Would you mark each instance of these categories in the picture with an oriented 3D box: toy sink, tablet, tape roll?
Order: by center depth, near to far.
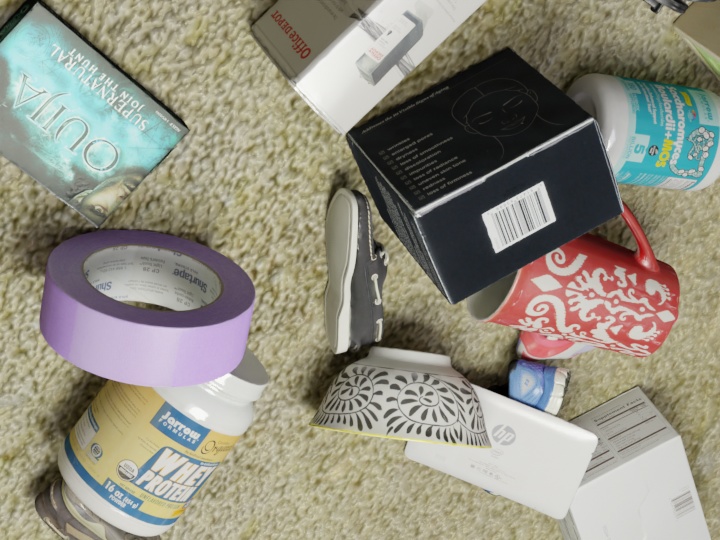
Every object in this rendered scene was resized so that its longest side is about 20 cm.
[{"bbox_3d":[-0.203,0.033,1.505,0.199,0.200,0.066,3,117,-23],"label":"tape roll"},{"bbox_3d":[0.446,-0.212,1.672,0.112,0.130,0.200,-46,125,7],"label":"toy sink"},{"bbox_3d":[0.157,0.199,1.784,0.199,0.014,0.130,21,122,6],"label":"tablet"}]

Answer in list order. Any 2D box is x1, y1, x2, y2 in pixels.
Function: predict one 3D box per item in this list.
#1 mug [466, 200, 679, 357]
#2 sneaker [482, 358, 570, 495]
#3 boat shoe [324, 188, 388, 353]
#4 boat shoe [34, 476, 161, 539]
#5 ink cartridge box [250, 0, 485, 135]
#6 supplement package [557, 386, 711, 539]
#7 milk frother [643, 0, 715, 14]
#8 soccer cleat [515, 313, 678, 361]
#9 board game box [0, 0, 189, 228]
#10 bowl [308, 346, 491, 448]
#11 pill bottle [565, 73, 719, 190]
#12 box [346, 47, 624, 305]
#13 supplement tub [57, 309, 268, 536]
[{"bbox_3d":[0.240,0.009,1.675,0.199,0.134,0.178,17,147,-19],"label":"mug"},{"bbox_3d":[0.171,0.176,1.821,0.089,0.079,0.200,24,125,5],"label":"sneaker"},{"bbox_3d":[0.000,0.000,1.646,0.060,0.074,0.201,-9,123,-17],"label":"boat shoe"},{"bbox_3d":[-0.280,0.282,1.704,0.073,0.075,0.200,-17,131,19],"label":"boat shoe"},{"bbox_3d":[0.008,-0.243,1.468,0.200,0.146,0.085,-42,125,5],"label":"ink cartridge box"},{"bbox_3d":[0.317,0.273,1.904,0.155,0.111,0.200,-27,125,-5],"label":"supplement package"},{"bbox_3d":[0.305,-0.352,1.495,0.180,0.200,0.189,4,116,-19],"label":"milk frother"},{"bbox_3d":[0.271,0.063,1.806,0.199,0.067,0.077,-11,155,-24],"label":"soccer cleat"},{"bbox_3d":[-0.277,-0.146,1.480,0.135,0.028,0.200,-46,124,6],"label":"board game box"},{"bbox_3d":[0.048,0.133,1.697,0.200,0.201,0.095,9,85,-26],"label":"bowl"},{"bbox_3d":[0.316,-0.144,1.669,0.199,0.111,0.111,4,116,-24],"label":"pill bottle"},{"bbox_3d":[0.121,-0.098,1.563,0.200,0.197,0.124,-28,126,-5],"label":"box"},{"bbox_3d":[-0.200,0.154,1.608,0.144,0.145,0.200,30,104,-32],"label":"supplement tub"}]
